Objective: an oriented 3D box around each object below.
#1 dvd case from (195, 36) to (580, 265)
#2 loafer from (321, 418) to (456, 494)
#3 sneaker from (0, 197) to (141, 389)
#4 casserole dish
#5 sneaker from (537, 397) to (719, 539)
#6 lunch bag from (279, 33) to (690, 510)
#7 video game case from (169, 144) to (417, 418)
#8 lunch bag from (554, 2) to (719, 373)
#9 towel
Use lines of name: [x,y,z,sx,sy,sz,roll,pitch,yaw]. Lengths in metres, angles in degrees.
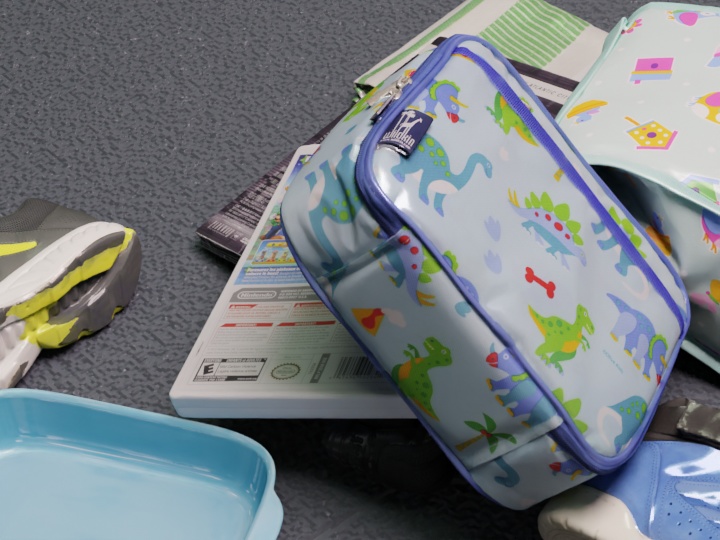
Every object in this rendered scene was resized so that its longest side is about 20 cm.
dvd case: [0.023,-0.056,1.181,0.200,0.016,0.149,-40,38,-20]
loafer: [0.043,0.030,1.096,0.070,0.068,0.201,15,47,19]
sneaker: [-0.213,0.024,1.135,0.200,0.075,0.084,-28,41,-35]
casserole dish: [-0.133,0.122,1.037,0.199,0.039,0.121,10,45,15]
sneaker: [0.191,0.125,0.973,0.200,0.077,0.111,25,60,37]
lunch bag: [0.064,-0.004,0.999,0.082,0.200,0.161,-30,13,38]
video game case: [0.000,0.000,1.091,0.143,0.018,0.200,-2,41,26]
lunch bag: [0.196,-0.046,1.110,0.199,0.122,0.171,29,51,11]
towel: [0.114,-0.105,1.267,0.200,0.023,0.152,29,52,32]
